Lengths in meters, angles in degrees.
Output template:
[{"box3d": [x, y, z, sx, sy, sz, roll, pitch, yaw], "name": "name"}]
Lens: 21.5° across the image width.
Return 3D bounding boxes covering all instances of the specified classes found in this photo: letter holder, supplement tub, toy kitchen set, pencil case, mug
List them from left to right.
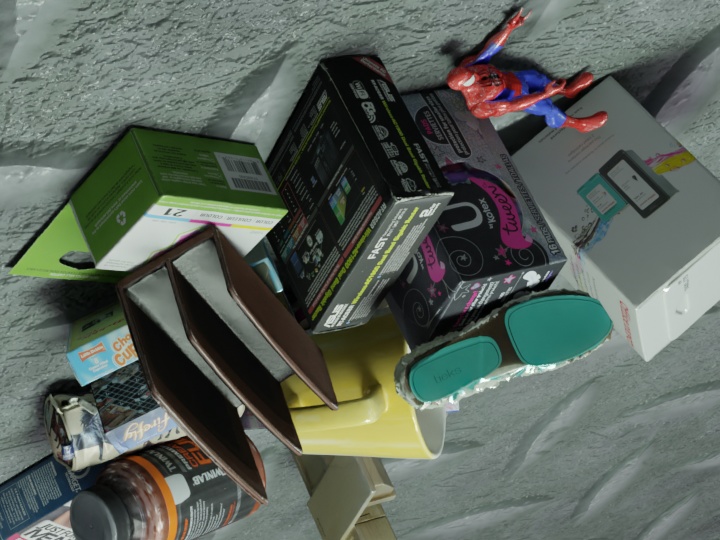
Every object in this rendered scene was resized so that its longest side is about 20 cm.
[{"box3d": [-0.215, 0.136, 1.899, 0.200, 0.078, 0.090, -17, 151, -19], "name": "pencil case"}, {"box3d": [-0.197, 0.229, 1.924, 0.200, 0.107, 0.107, -18, 157, -46], "name": "supplement tub"}, {"box3d": [-0.102, 0.088, 1.601, 0.100, 0.142, 0.200, -30, 136, 8], "name": "letter holder"}, {"box3d": [-0.014, 0.104, 1.786, 0.153, 0.150, 0.187, -7, 156, 14], "name": "mug"}, {"box3d": [0.048, 0.230, 2.172, 0.180, 0.200, 0.163, -12, 152, -26], "name": "toy kitchen set"}]

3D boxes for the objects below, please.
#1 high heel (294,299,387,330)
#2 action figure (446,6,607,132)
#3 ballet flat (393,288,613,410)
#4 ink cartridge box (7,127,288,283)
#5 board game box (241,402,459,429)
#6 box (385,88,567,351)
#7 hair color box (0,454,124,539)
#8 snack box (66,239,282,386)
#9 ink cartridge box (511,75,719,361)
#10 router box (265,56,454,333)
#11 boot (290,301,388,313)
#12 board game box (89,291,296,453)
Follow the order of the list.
[{"box3d": [0.000, 0.000, 1.844, 0.200, 0.096, 0.067, -28, 141, 25], "name": "high heel"}, {"box3d": [0.161, -0.173, 1.679, 0.200, 0.065, 0.099, 1, 152, -45], "name": "action figure"}, {"box3d": [0.117, 0.063, 1.636, 0.200, 0.072, 0.072, -17, 153, -12], "name": "ballet flat"}, {"box3d": [-0.183, -0.025, 1.627, 0.148, 0.076, 0.200, 5, 139, -47], "name": "ink cartridge box"}, {"box3d": [-0.026, 0.139, 1.986, 0.199, 0.041, 0.199, -3, 176, -19], "name": "board game box"}, {"box3d": [0.073, -0.045, 1.680, 0.114, 0.200, 0.132, -13, 151, -27], "name": "box"}, {"box3d": [-0.302, 0.236, 2.027, 0.200, 0.061, 0.100, -32, 154, 10], "name": "hair color box"}, {"box3d": [-0.170, 0.034, 1.723, 0.200, 0.037, 0.116, -25, -167, -1], "name": "snack box"}, {"box3d": [0.257, -0.047, 1.812, 0.146, 0.200, 0.147, -39, 155, -5], "name": "ink cartridge box"}, {"box3d": [-0.012, -0.063, 1.626, 0.062, 0.150, 0.200, -10, 150, -32], "name": "router box"}, {"box3d": [-0.033, 0.076, 1.962, 0.154, 0.072, 0.200, -25, 149, -3], "name": "boot"}, {"box3d": [-0.157, 0.074, 1.767, 0.200, 0.136, 0.035, -25, 133, 0], "name": "board game box"}]
